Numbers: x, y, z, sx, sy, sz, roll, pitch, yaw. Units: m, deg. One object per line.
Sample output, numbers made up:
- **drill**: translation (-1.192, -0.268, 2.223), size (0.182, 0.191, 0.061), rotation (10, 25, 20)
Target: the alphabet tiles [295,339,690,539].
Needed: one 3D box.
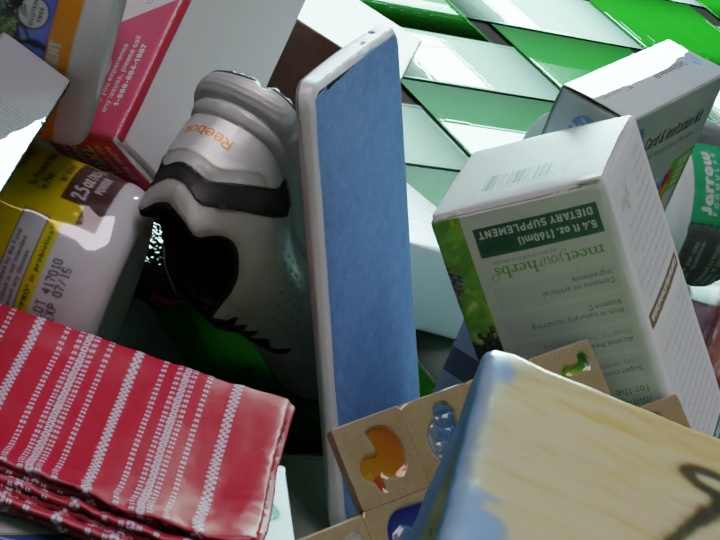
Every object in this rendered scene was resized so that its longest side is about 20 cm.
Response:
- **alphabet tiles**: translation (0.070, 0.122, 0.843), size (0.199, 0.006, 0.168), rotation (-17, 81, -34)

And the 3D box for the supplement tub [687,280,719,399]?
- **supplement tub**: translation (0.201, 0.074, 1.051), size (0.199, 0.107, 0.107), rotation (33, 22, -6)

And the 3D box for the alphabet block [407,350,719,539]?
- **alphabet block**: translation (0.086, 0.177, 0.657), size (0.198, 0.198, 0.196), rotation (21, 28, 0)

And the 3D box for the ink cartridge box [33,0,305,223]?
- **ink cartridge box**: translation (-0.144, -0.112, 1.056), size (0.199, 0.146, 0.084), rotation (9, -24, 35)

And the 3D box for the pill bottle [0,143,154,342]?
- **pill bottle**: translation (-0.198, -0.019, 0.950), size (0.198, 0.110, 0.109), rotation (21, 23, 0)

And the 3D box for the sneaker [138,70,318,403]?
- **sneaker**: translation (-0.052, 0.002, 0.987), size (0.073, 0.201, 0.080), rotation (17, 58, 30)

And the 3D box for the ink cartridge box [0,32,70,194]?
- **ink cartridge box**: translation (-0.160, -0.017, 0.786), size (0.039, 0.100, 0.200), rotation (35, 18, -8)

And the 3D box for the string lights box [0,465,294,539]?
- **string lights box**: translation (-0.126, 0.100, 0.818), size (0.198, 0.059, 0.103), rotation (15, 23, -14)

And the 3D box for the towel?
- **towel**: translation (-0.124, 0.050, 0.828), size (0.198, 0.023, 0.145), rotation (20, 21, -1)

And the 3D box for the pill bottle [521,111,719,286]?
- **pill bottle**: translation (0.195, -0.038, 1.322), size (0.198, 0.114, 0.113), rotation (6, 28, -31)

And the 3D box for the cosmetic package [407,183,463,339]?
- **cosmetic package**: translation (-0.029, -0.042, 1.182), size (0.150, 0.052, 0.200), rotation (18, 18, -50)

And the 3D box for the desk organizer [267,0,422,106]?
- **desk organizer**: translation (-0.021, -0.106, 1.170), size (0.077, 0.072, 0.200), rotation (32, 13, -2)

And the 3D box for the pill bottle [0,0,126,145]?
- **pill bottle**: translation (-0.198, -0.130, 0.910), size (0.198, 0.113, 0.112), rotation (15, 24, -5)

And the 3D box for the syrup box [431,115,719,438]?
- **syrup box**: translation (0.105, 0.043, 0.953), size (0.078, 0.202, 0.082), rotation (-12, 20, 22)

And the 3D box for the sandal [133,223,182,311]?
- **sandal**: translation (-0.108, -0.012, 1.110), size (0.075, 0.045, 0.200), rotation (20, 8, -16)

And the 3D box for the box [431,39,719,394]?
- **box**: translation (0.103, -0.007, 1.066), size (0.041, 0.201, 0.156), rotation (28, 23, 18)

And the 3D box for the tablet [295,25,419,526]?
- **tablet**: translation (0.000, 0.000, 0.983), size (0.014, 0.202, 0.130), rotation (2, 19, 18)
